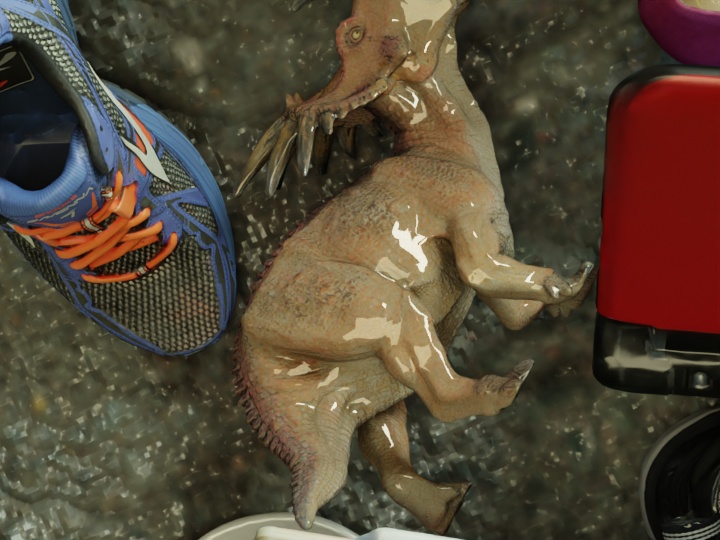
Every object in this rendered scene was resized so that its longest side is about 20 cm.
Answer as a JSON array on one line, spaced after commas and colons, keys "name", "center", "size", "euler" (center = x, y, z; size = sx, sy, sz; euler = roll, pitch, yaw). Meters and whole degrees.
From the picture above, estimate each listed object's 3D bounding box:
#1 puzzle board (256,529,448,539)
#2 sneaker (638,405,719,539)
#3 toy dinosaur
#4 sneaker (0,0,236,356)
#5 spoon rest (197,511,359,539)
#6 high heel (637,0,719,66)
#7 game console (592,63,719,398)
[{"name": "puzzle board", "center": [0.060, 0.116, 0.725], "size": [0.198, 0.151, 0.018], "euler": [9, 65, -5]}, {"name": "sneaker", "center": [0.190, 0.070, 0.756], "size": [0.198, 0.114, 0.076], "euler": [-10, 92, 7]}, {"name": "toy dinosaur", "center": [0.000, 0.000, 0.768], "size": [0.135, 0.086, 0.201], "euler": [29, 63, 7]}, {"name": "sneaker", "center": [-0.102, -0.034, 0.770], "size": [0.075, 0.079, 0.200], "euler": [-29, 129, 10]}, {"name": "spoon rest", "center": [-0.012, 0.183, 0.812], "size": [0.099, 0.061, 0.201], "euler": [-17, 91, 7]}, {"name": "high heel", "center": [0.187, -0.113, 0.757], "size": [0.198, 0.096, 0.068], "euler": [-12, 91, 7]}, {"name": "game console", "center": [0.174, -0.020, 0.714], "size": [0.198, 0.172, 0.120], "euler": [5, 109, 7]}]
